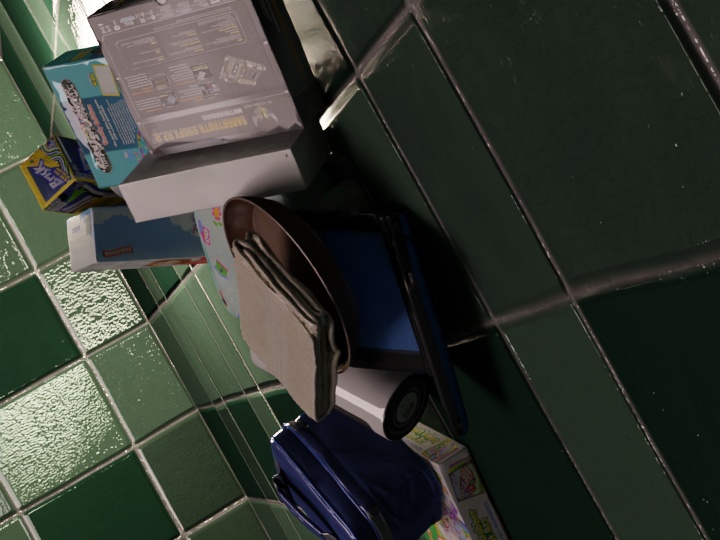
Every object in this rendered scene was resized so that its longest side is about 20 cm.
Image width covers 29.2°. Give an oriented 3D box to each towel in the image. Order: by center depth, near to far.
[{"bbox_3d":[-0.072,0.056,1.339,0.133,0.034,0.200,48,158,22],"label":"towel"}]

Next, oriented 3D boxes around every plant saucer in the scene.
[{"bbox_3d":[-0.062,0.008,1.337,0.200,0.034,0.201,44,155,27],"label":"plant saucer"}]

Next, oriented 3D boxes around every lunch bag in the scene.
[{"bbox_3d":[-0.088,-0.032,1.468,0.199,0.077,0.161,-5,105,50],"label":"lunch bag"},{"bbox_3d":[-0.018,0.236,1.549,0.200,0.132,0.136,43,158,29],"label":"lunch bag"}]

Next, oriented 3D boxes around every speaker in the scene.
[{"bbox_3d":[-0.025,0.108,1.506,0.199,0.081,0.081,25,147,33],"label":"speaker"}]

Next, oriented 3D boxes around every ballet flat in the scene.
[{"bbox_3d":[0.000,0.000,1.386,0.067,0.063,0.201,42,156,53],"label":"ballet flat"}]

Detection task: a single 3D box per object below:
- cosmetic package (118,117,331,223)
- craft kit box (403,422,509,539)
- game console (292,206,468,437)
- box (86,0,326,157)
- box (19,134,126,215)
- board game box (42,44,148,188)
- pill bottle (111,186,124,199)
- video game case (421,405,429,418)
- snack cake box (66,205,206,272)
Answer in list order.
[{"bbox_3d":[-0.136,-0.101,1.382,0.051,0.199,0.083,69,-152,-24],"label":"cosmetic package"},{"bbox_3d":[0.104,0.273,1.587,0.198,0.048,0.200,67,164,-13],"label":"craft kit box"},{"bbox_3d":[0.015,0.050,1.304,0.171,0.118,0.201,-101,-8,-56],"label":"game console"},{"bbox_3d":[-0.149,-0.202,1.335,0.199,0.048,0.159,-7,118,34],"label":"box"},{"bbox_3d":[-0.319,-0.108,1.685,0.070,0.064,0.200,59,-160,18],"label":"box"},{"bbox_3d":[-0.228,-0.172,1.476,0.199,0.047,0.152,-2,120,36],"label":"board game box"},{"bbox_3d":[-0.252,-0.164,1.669,0.200,0.112,0.113,-88,-20,-59],"label":"pill bottle"},{"bbox_3d":[-0.023,0.073,1.561,0.182,0.023,0.201,3,123,49],"label":"video game case"},{"bbox_3d":[-0.241,-0.041,1.662,0.115,0.199,0.068,-15,80,62],"label":"snack cake box"}]
